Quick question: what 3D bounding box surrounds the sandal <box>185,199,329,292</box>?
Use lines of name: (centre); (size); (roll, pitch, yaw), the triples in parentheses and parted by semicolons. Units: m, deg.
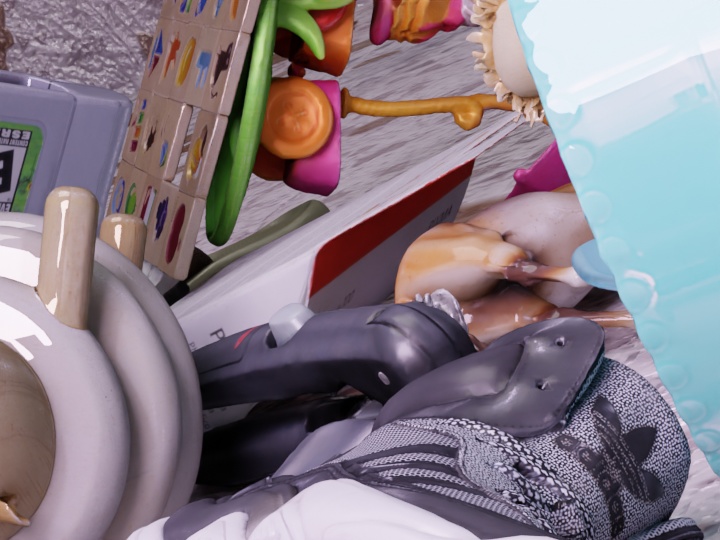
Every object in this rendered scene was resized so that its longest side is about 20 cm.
sandal: (-0.103, 0.002, 1.127); (0.201, 0.057, 0.080); (-29, 11, -33)

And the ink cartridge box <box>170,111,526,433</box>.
ink cartridge box: (0.000, 0.000, 0.856); (0.200, 0.057, 0.163); (-23, 7, 30)

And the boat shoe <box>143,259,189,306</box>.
boat shoe: (-0.109, 0.037, 0.942); (0.075, 0.061, 0.200); (-6, 12, 18)

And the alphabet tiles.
alphabet tiles: (-0.067, -0.103, 0.980); (0.008, 0.201, 0.167); (15, 4, -17)

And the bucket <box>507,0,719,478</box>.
bucket: (0.118, -0.048, 0.488); (0.134, 0.208, 0.207); (-22, 9, 16)

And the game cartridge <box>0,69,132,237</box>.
game cartridge: (-0.156, -0.003, 0.746); (0.040, 0.134, 0.200); (25, 12, 31)

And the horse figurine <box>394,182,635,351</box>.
horse figurine: (0.070, -0.001, 0.776); (0.132, 0.050, 0.200); (-4, 17, 42)

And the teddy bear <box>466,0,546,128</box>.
teddy bear: (0.129, -0.100, 0.741); (0.199, 0.145, 0.067); (-18, 12, -3)

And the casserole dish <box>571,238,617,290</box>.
casserole dish: (0.157, -0.034, 0.674); (0.199, 0.039, 0.121); (-12, 15, -2)

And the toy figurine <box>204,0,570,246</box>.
toy figurine: (0.038, -0.097, 0.998); (0.183, 0.201, 0.150); (8, -10, -9)

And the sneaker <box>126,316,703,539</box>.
sneaker: (0.032, 0.055, 0.466); (0.114, 0.076, 0.200); (-30, 9, -25)

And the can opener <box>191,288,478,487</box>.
can opener: (-0.022, 0.040, 0.713); (0.078, 0.064, 0.200); (-27, 11, -24)

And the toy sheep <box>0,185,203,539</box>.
toy sheep: (-0.108, 0.043, 0.698); (0.138, 0.138, 0.200); (-21, -6, 6)
